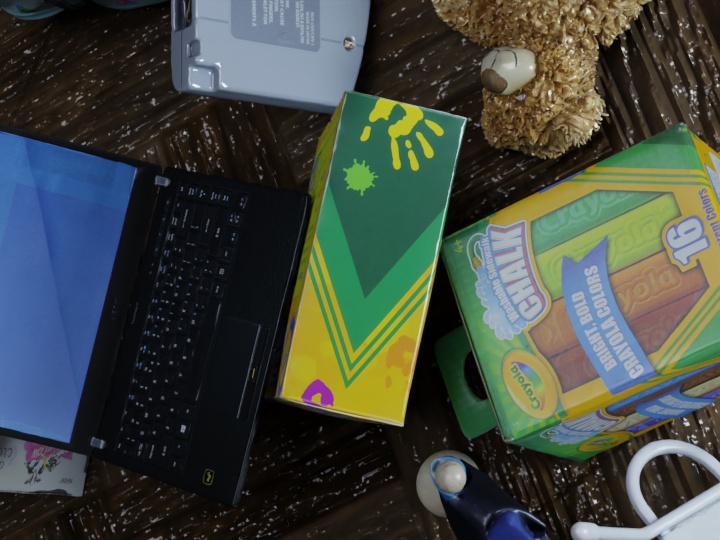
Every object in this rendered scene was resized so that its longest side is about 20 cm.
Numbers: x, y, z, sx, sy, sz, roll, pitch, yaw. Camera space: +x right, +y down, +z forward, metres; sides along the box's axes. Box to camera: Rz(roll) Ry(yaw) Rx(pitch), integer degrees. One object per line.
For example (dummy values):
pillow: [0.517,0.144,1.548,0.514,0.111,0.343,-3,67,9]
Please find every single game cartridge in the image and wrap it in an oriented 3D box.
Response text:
game cartridge: [-0.054,-0.200,1.265,0.040,0.132,0.202,-14,74,57]

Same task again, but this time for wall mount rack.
wall mount rack: [0.199,0.162,1.061,0.200,0.173,0.075,50,146,24]

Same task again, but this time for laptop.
laptop: [-0.146,0.020,1.154,0.199,0.103,0.179,13,89,44]

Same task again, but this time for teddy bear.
teddy bear: [0.111,-0.171,1.214,0.144,0.067,0.201,28,92,30]

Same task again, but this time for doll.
doll: [0.087,0.157,1.137,0.048,0.137,0.200,-40,34,-10]

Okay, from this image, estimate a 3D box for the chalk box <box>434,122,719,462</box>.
chalk box: [0.129,0.026,1.137,0.199,0.124,0.126,-27,70,19]

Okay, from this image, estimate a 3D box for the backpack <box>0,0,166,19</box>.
backpack: [-0.188,-0.252,1.326,0.198,0.153,0.178,-5,78,27]

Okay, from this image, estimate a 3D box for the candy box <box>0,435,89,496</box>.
candy box: [-0.295,0.088,1.307,0.198,0.167,0.072,11,87,26]

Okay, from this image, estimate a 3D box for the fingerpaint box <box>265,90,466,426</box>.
fingerpaint box: [0.000,0.000,1.161,0.073,0.200,0.169,13,85,-4]
